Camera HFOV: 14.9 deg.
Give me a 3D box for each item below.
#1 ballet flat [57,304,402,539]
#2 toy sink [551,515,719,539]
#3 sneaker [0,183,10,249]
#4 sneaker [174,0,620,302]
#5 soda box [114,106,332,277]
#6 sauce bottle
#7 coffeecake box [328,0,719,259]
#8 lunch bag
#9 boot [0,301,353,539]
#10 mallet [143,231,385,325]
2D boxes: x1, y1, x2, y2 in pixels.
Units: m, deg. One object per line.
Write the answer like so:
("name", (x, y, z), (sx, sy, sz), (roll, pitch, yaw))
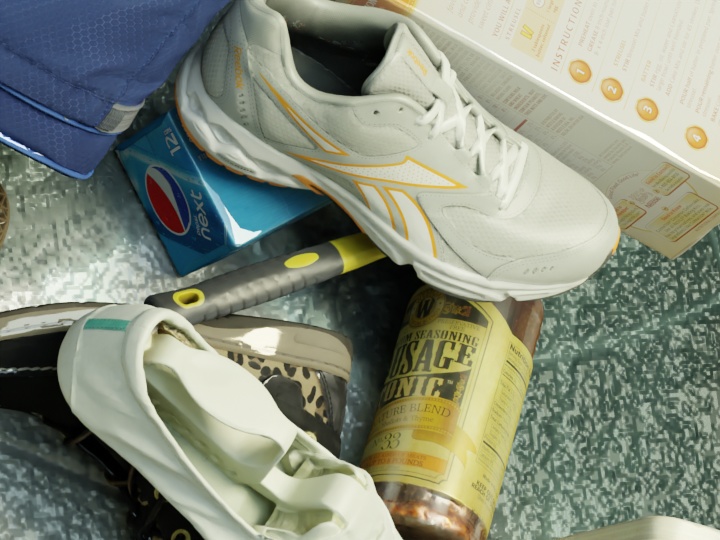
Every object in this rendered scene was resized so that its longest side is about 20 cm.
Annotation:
("ballet flat", (-0.037, 0.084, 1.108), (0.200, 0.069, 0.070), (43, 62, -20))
("toy sink", (0.120, 0.186, 1.164), (0.130, 0.200, 0.112), (19, 69, -23))
("sneaker", (-0.219, 0.012, 1.111), (0.071, 0.075, 0.200), (55, 38, -14))
("sneaker", (0.024, -0.056, 1.141), (0.199, 0.092, 0.076), (23, 54, -9))
("soda box", (-0.006, -0.072, 1.240), (0.200, 0.064, 0.068), (-28, 91, -30))
("sauce bottle", (0.046, 0.040, 1.239), (0.066, 0.066, 0.201), (28, 57, -19))
("coffeecake box", (0.091, -0.123, 1.218), (0.199, 0.073, 0.154), (28, 59, -12))
("lunch bag", (-0.161, -0.134, 1.110), (0.200, 0.132, 0.136), (29, 21, -29))
("boot", (-0.091, 0.094, 1.154), (0.199, 0.073, 0.151), (5, 75, -32))
("mallet", (0.000, 0.000, 1.174), (0.200, 0.041, 0.066), (-27, 66, -37))
